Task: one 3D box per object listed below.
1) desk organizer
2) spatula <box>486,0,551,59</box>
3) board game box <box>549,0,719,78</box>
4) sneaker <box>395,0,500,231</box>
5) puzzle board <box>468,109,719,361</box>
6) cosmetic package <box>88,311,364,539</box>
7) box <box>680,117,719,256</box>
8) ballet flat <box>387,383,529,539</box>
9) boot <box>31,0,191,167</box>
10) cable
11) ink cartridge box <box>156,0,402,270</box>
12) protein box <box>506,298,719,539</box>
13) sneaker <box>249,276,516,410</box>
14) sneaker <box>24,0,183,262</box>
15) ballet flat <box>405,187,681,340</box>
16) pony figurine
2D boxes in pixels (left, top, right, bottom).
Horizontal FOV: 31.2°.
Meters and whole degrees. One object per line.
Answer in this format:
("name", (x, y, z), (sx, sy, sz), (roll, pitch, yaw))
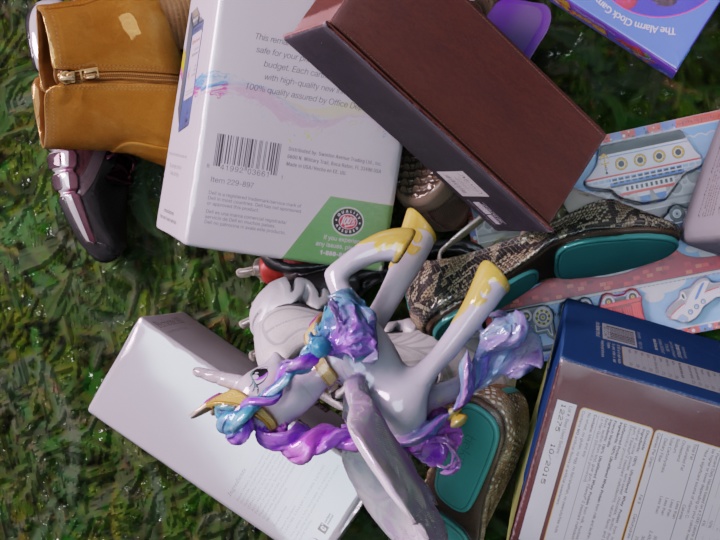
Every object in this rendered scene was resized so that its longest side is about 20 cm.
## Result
("desk organizer", (0.056, -0.116, 0.819), (0.199, 0.072, 0.077), (40, 77, -21))
("spatula", (0.052, -0.185, 0.905), (0.199, 0.021, 0.057), (31, 84, 36))
("board game box", (0.176, -0.249, 0.915), (0.199, 0.045, 0.135), (34, 96, 7))
("sneaker", (0.066, -0.125, 0.929), (0.069, 0.076, 0.203), (5, 70, 29))
("puzzle board", (0.179, -0.021, 0.932), (0.197, 0.017, 0.153), (-11, 89, 8))
("cosmetic package", (-0.083, 0.116, 0.927), (0.199, 0.113, 0.082), (34, 95, 5))
("box", (0.337, -0.082, 0.821), (0.197, 0.171, 0.202), (19, 92, 3))
("ballet flat", (0.073, 0.163, 0.918), (0.070, 0.065, 0.202), (38, 124, 22))
("boot", (-0.154, -0.097, 0.912), (0.142, 0.071, 0.204), (-15, 109, -22))
("cable", (0.000, 0.000, 0.954), (0.197, 0.050, 0.099), (-12, 76, 3))
("ink cartridge box", (-0.046, -0.112, 0.864), (0.143, 0.087, 0.204), (7, 96, -22))
("protein box", (0.208, 0.124, 0.828), (0.197, 0.199, 0.137), (16, 101, 7))
("sneaker", (0.016, 0.070, 0.905), (0.197, 0.081, 0.076), (13, 120, -11))
("sneaker", (-0.174, -0.115, 0.959), (0.114, 0.076, 0.203), (-14, 88, 6))
("ballet flat", (0.121, -0.018, 0.895), (0.197, 0.068, 0.076), (-20, 66, -4))
("pony figurine", (0.017, 0.080, 0.800), (0.200, 0.167, 0.193), (-41, 79, -14))
